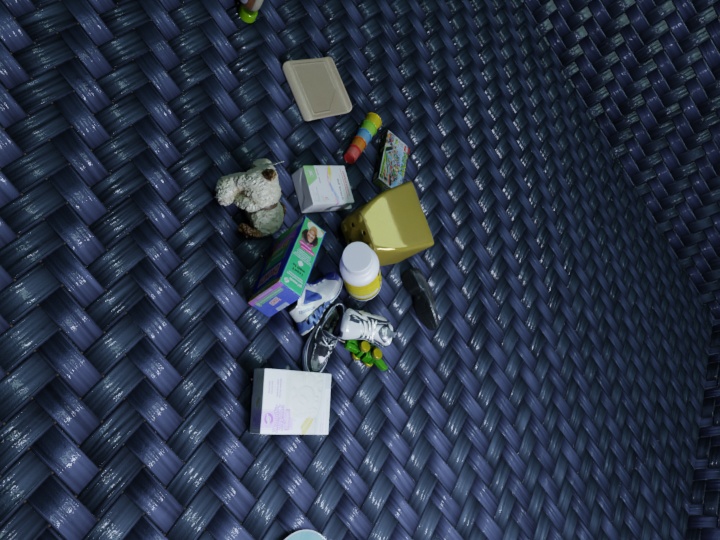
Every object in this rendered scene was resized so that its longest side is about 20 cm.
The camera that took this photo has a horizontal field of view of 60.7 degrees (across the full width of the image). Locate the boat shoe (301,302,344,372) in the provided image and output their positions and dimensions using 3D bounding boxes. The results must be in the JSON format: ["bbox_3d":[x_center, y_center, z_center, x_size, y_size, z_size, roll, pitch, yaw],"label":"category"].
[{"bbox_3d":[-0.090,0.178,1.589,0.071,0.067,0.204,31,67,-20],"label":"boat shoe"}]

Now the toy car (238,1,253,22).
[{"bbox_3d":[-0.349,-0.837,1.722,0.196,0.164,0.162,23,58,-22],"label":"toy car"}]

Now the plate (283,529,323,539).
[{"bbox_3d":[-0.132,0.699,1.392,0.196,0.025,0.207,19,61,-36],"label":"plate"}]

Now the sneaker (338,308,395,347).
[{"bbox_3d":[0.027,0.156,1.631,0.199,0.126,0.082,22,81,-71],"label":"sneaker"}]

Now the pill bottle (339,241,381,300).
[{"bbox_3d":[0.000,0.000,1.659,0.107,0.201,0.115,-2,70,5],"label":"pill bottle"}]

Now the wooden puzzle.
[{"bbox_3d":[-0.133,-0.558,1.888,0.197,0.037,0.190,-24,91,-40],"label":"wooden puzzle"}]

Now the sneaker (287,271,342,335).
[{"bbox_3d":[-0.131,0.057,1.609,0.116,0.080,0.201,49,49,-18],"label":"sneaker"}]

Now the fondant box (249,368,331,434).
[{"bbox_3d":[-0.165,0.317,1.476,0.196,0.057,0.150,12,75,-37],"label":"fondant box"}]

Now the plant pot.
[{"bbox_3d":[0.058,-0.119,1.783,0.196,0.193,0.201,-17,84,-39],"label":"plant pot"}]

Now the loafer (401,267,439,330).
[{"bbox_3d":[0.201,0.084,1.908,0.071,0.072,0.205,-21,89,-48],"label":"loafer"}]

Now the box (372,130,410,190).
[{"bbox_3d":[0.102,-0.347,2.013,0.109,0.034,0.205,31,55,-30],"label":"box"}]

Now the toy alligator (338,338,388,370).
[{"bbox_3d":[-0.003,0.207,1.681,0.197,0.059,0.055,32,43,-14],"label":"toy alligator"}]

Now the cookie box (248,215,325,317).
[{"bbox_3d":[-0.183,-0.008,1.526,0.074,0.170,0.204,33,53,-23],"label":"cookie box"}]

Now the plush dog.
[{"bbox_3d":[-0.248,-0.175,1.569,0.199,0.157,0.177,-37,125,-42],"label":"plush dog"}]

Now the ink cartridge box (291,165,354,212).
[{"bbox_3d":[-0.092,-0.237,1.770,0.196,0.067,0.121,-9,79,-44],"label":"ink cartridge box"}]

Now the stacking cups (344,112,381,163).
[{"bbox_3d":[0.006,-0.417,1.935,0.060,0.060,0.203,43,49,-19],"label":"stacking cups"}]
